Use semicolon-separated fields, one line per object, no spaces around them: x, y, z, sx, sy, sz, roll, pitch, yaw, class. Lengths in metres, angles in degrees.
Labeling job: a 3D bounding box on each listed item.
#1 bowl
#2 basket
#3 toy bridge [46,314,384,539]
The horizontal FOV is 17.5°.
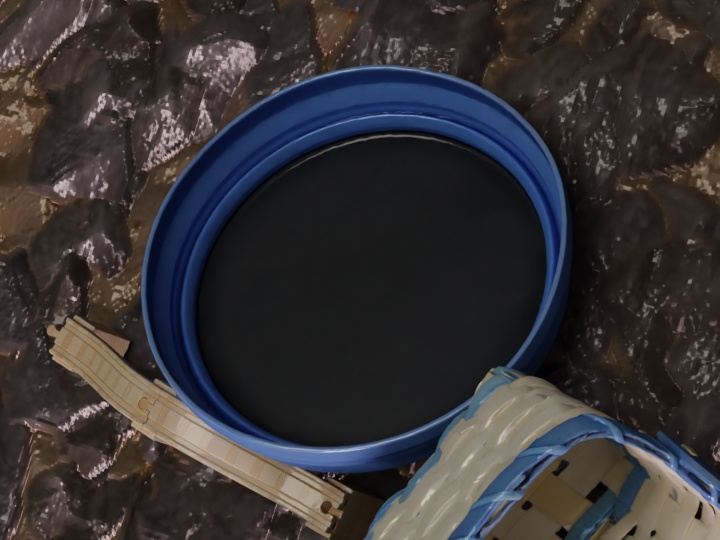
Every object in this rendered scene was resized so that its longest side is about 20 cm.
0.000;0.000;1.065;0.200;0.039;0.201;-8;59;13;bowl
0.087;0.139;0.931;0.176;0.139;0.200;-51;26;9;basket
-0.082;0.070;1.109;0.200;0.067;0.027;29;92;33;toy bridge
